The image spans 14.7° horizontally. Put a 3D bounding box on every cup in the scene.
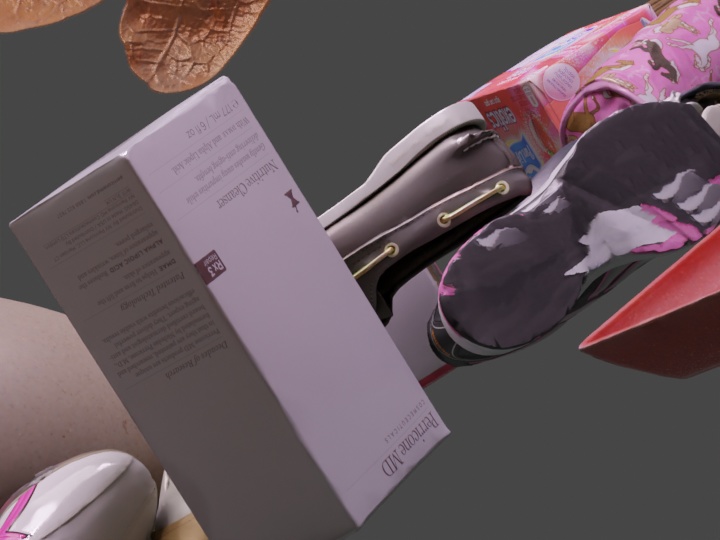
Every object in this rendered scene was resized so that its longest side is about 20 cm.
[{"bbox_3d":[-0.163,0.101,1.431,0.143,0.201,0.200,-6,-3,-17],"label":"cup"}]

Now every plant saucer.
[{"bbox_3d":[0.211,-0.027,1.106,0.200,0.037,0.199,-38,7,-40],"label":"plant saucer"}]

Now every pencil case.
[{"bbox_3d":[0.198,-0.112,1.697,0.200,0.086,0.083,-38,-14,-45],"label":"pencil case"}]

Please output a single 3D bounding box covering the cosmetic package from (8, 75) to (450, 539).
[{"bbox_3d":[-0.057,0.028,1.275,0.081,0.200,0.113,-30,8,33],"label":"cosmetic package"}]

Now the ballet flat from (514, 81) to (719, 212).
[{"bbox_3d":[0.154,-0.054,1.527,0.073,0.073,0.200,-27,5,45],"label":"ballet flat"}]

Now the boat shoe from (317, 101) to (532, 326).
[{"bbox_3d":[-0.001,-0.001,1.441,0.202,0.060,0.072,-42,-15,2],"label":"boat shoe"}]

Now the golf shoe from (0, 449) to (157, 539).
[{"bbox_3d":[-0.155,0.164,1.271,0.200,0.073,0.092,-50,18,-20],"label":"golf shoe"}]

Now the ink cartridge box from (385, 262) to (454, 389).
[{"bbox_3d":[-0.022,0.041,1.586,0.146,0.083,0.200,-33,5,-3],"label":"ink cartridge box"}]

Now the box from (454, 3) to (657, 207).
[{"bbox_3d":[0.150,-0.106,1.879,0.102,0.095,0.200,-33,5,-11],"label":"box"}]

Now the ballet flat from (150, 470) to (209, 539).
[{"bbox_3d":[-0.067,0.106,1.361,0.069,0.063,0.200,-30,6,22],"label":"ballet flat"}]

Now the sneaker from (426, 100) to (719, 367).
[{"bbox_3d":[0.107,-0.017,1.433,0.200,0.081,0.086,-28,-8,-25],"label":"sneaker"}]
